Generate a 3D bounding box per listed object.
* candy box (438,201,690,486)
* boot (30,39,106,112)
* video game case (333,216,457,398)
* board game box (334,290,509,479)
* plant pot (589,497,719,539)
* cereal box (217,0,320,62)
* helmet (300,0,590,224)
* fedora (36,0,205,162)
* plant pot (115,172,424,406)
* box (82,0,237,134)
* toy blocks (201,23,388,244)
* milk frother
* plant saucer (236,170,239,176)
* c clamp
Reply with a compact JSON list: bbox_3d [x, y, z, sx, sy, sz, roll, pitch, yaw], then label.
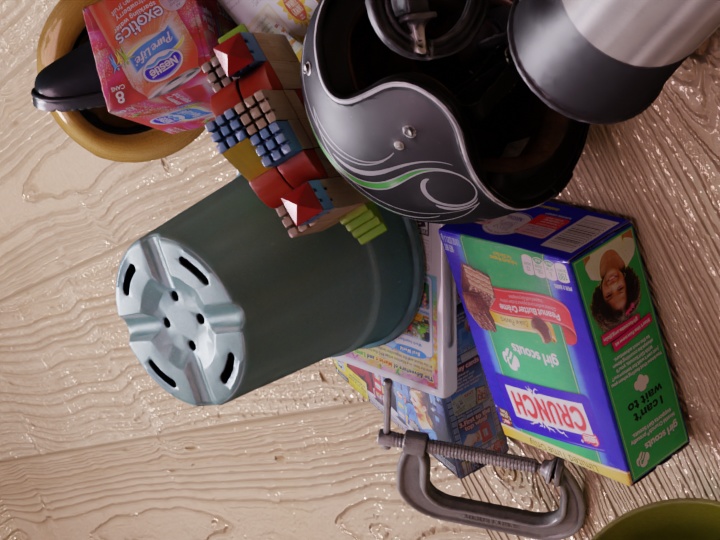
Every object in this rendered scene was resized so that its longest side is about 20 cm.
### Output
[{"bbox_3d":[0.161,0.051,1.560,0.169,0.077,0.201,16,132,55],"label":"candy box"},{"bbox_3d":[-0.223,-0.246,1.825,0.076,0.199,0.169,-98,-3,-67],"label":"boot"},{"bbox_3d":[0.000,0.000,1.705,0.199,0.024,0.183,18,122,36],"label":"video game case"},{"bbox_3d":[0.047,0.054,1.790,0.200,0.061,0.201,38,145,42],"label":"board game box"},{"bbox_3d":[0.266,0.310,1.556,0.187,0.187,0.200,40,163,36],"label":"plant pot"},{"bbox_3d":[-0.090,-0.253,1.558,0.200,0.040,0.144,51,158,-8],"label":"cereal box"},{"bbox_3d":[0.053,-0.132,1.440,0.190,0.200,0.201,15,130,43],"label":"helmet"},{"bbox_3d":[-0.217,-0.207,1.926,0.082,0.200,0.201,-77,-34,-70],"label":"fedora"},{"bbox_3d":[-0.084,0.009,1.628,0.200,0.196,0.201,21,125,34],"label":"plant pot"},{"bbox_3d":[-0.154,-0.182,1.698,0.200,0.099,0.096,8,-113,-80],"label":"box"},{"bbox_3d":[-0.065,-0.103,1.497,0.201,0.100,0.137,62,-162,4],"label":"toy blocks"},{"bbox_3d":[0.129,-0.192,1.224,0.181,0.199,0.188,59,155,10],"label":"milk frother"},{"bbox_3d":[-0.069,-0.084,1.803,0.200,0.050,0.201,21,115,57],"label":"plant saucer"},{"bbox_3d":[0.106,0.180,1.737,0.199,0.027,0.171,14,137,5],"label":"c clamp"}]
